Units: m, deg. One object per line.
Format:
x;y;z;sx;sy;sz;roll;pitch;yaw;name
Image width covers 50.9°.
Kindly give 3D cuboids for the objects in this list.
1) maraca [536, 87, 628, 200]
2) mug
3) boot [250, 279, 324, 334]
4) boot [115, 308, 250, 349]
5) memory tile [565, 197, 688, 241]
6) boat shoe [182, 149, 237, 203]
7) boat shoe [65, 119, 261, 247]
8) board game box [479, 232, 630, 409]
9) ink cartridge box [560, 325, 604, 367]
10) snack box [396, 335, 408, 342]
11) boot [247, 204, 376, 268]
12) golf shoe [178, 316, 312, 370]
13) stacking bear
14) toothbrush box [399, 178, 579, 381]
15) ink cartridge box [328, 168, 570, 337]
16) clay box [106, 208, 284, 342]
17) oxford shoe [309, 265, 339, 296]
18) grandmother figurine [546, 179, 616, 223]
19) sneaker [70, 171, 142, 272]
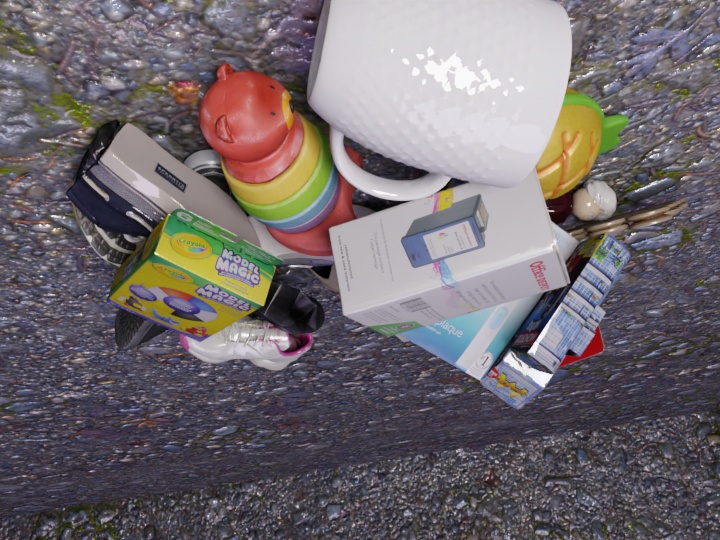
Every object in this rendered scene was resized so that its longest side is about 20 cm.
0.188;-0.124;0.761;0.198;0.108;0.137;-1;152;-41;maraca
0.044;-0.137;0.605;0.172;0.149;0.201;11;136;-11;mug
-0.116;0.032;0.954;0.198;0.067;0.163;10;179;42;boot
-0.243;0.074;1.120;0.198;0.067;0.164;5;155;-39;boot
0.329;-0.060;0.956;0.151;0.017;0.199;-16;180;31;memory tile
-0.168;-0.060;0.847;0.067;0.058;0.201;-2;155;-16;boat shoe
-0.197;-0.056;0.760;0.092;0.075;0.200;-32;117;33;boat shoe
0.221;0.066;0.865;0.061;0.201;0.200;33;178;3;board game box
0.238;0.060;1.113;0.083;0.178;0.199;12;150;-40;ink cartridge box
0.106;0.035;1.025;0.198;0.038;0.116;-20;137;34;snack box
-0.063;-0.038;0.942;0.196;0.074;0.090;1;170;-15;boot
-0.151;0.087;1.032;0.091;0.077;0.198;-21;156;40;golf shoe
-0.080;-0.107;0.707;0.112;0.124;0.200;-5;156;17;stacking bear
0.131;0.002;0.880;0.145;0.085;0.201;30;100;-24;toothbrush box
0.088;-0.011;0.719;0.197;0.089;0.145;-16;162;16;ink cartridge box
-0.166;0.011;0.743;0.114;0.048;0.199;27;152;-22;clay box
0.000;0.000;0.989;0.073;0.072;0.199;27;157;-29;oxford shoe
0.220;-0.074;0.952;0.196;0.062;0.121;-9;166;8;grandmother figurine
-0.275;-0.039;0.846;0.088;0.077;0.201;23;152;31;sneaker
